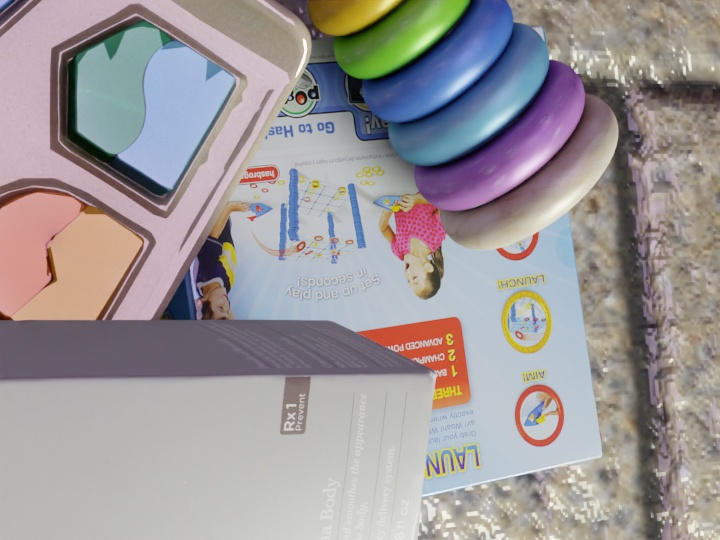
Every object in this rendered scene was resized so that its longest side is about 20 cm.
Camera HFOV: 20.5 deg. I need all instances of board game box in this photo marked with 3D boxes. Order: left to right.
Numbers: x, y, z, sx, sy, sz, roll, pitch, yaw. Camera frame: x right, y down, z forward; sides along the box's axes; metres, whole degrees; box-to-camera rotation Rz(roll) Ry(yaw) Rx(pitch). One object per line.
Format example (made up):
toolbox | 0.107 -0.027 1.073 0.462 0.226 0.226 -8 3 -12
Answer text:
board game box | 0.000 0.000 0.854 0.199 0.056 0.197 -7 89 -33

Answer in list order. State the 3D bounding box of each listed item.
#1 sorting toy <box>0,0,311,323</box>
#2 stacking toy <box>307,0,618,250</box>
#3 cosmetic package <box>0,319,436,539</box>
sorting toy | -0.138 -0.055 0.743 0.185 0.036 0.200 32 80 -12
stacking toy | 0.016 -0.106 0.785 0.200 0.085 0.085 51 62 -21
cosmetic package | -0.081 0.075 0.706 0.199 0.090 0.107 -2 104 -33
